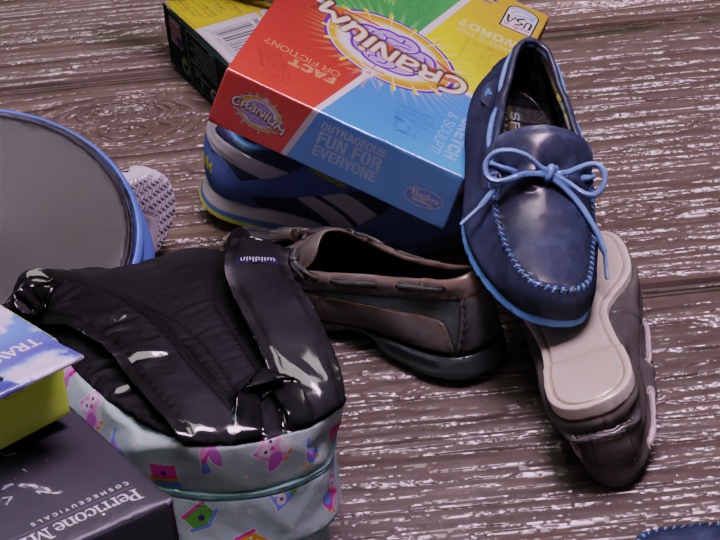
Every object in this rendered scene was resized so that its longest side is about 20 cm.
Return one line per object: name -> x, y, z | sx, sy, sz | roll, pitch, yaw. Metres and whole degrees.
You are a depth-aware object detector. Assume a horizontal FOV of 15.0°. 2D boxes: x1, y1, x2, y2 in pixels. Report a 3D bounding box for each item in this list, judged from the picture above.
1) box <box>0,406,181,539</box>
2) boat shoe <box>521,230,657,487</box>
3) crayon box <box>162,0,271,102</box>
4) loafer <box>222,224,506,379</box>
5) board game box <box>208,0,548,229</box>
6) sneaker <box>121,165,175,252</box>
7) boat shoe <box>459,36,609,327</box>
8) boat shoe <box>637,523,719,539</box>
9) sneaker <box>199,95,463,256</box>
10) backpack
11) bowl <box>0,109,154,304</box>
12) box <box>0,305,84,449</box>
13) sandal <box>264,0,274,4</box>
box -> -0.212, 0.148, 1.298 | 0.199, 0.125, 0.196 | -24, 37, -26
boat shoe -> 0.124, 0.046, 1.477 | 0.066, 0.057, 0.200 | -15, 26, 10
crayon box -> -0.016, -0.163, 1.832 | 0.199, 0.051, 0.127 | -19, 33, -18
loafer -> 0.000, 0.000, 1.553 | 0.199, 0.063, 0.072 | 20, 40, 36
board game box -> 0.015, -0.121, 1.631 | 0.152, 0.040, 0.200 | 25, 38, 3
sneaker -> -0.211, -0.019, 1.607 | 0.200, 0.076, 0.114 | -32, 42, -32
boat shoe -> 0.089, -0.054, 1.495 | 0.084, 0.069, 0.201 | 5, 40, -19
boat shoe -> 0.224, 0.127, 1.286 | 0.199, 0.069, 0.084 | -3, 31, 6
sneaker -> -0.006, -0.063, 1.638 | 0.199, 0.083, 0.074 | 9, 33, 17
backpack -> -0.083, 0.073, 1.387 | 0.166, 0.127, 0.200 | -17, 32, -23
bowl -> -0.214, -0.009, 1.513 | 0.199, 0.039, 0.202 | 1, 51, -2
box -> -0.230, 0.047, 1.300 | 0.122, 0.048, 0.200 | -28, 36, -31
sandal -> -0.069, -0.222, 1.815 | 0.211, 0.078, 0.070 | 5, 39, 29
